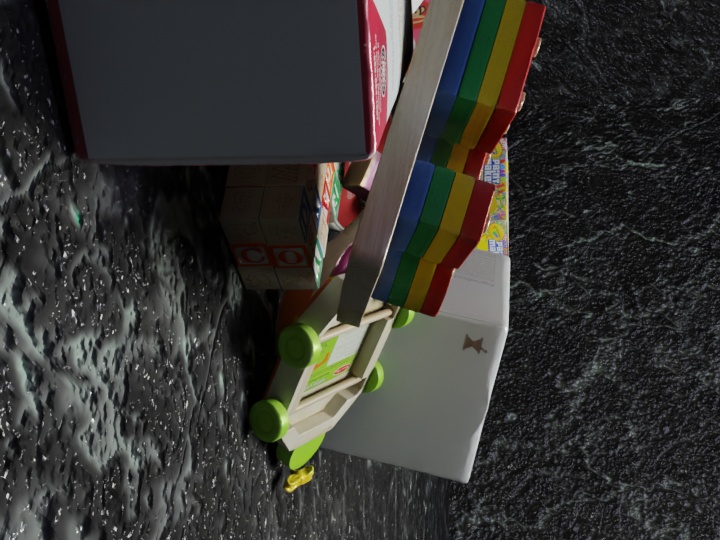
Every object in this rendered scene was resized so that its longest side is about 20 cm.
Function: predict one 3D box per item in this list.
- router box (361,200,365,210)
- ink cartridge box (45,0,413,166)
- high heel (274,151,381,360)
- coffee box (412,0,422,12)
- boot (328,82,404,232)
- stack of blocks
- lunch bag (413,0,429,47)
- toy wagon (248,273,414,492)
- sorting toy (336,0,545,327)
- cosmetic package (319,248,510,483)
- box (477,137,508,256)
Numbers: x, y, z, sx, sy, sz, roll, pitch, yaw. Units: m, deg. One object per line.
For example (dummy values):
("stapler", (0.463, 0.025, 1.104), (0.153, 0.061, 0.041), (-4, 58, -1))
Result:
("router box", (0.042, -0.114, 1.093), (0.150, 0.062, 0.200), (-63, 168, -1))
("ink cartridge box", (-0.052, -0.154, 0.464), (0.200, 0.144, 0.146), (-71, 159, -63))
("high heel", (0.000, 0.000, 0.778), (0.096, 0.067, 0.201), (31, 75, -32))
("coffee box", (0.012, -0.372, 0.908), (0.080, 0.114, 0.200), (-57, 153, -26))
("boot", (0.019, -0.105, 0.891), (0.200, 0.143, 0.073), (77, 14, -57))
("stack of blocks", (-0.053, -0.084, 0.710), (0.115, 0.058, 0.201), (76, 16, -54))
("lunch bag", (0.080, -0.292, 1.103), (0.176, 0.199, 0.082), (74, 13, -55))
("toy wagon", (-0.031, 0.091, 0.737), (0.155, 0.039, 0.201), (-16, 134, -57))
("sorting toy", (0.049, -0.068, 0.583), (0.199, 0.069, 0.201), (106, 1, -77))
("cosmetic package", (0.051, 0.073, 0.905), (0.200, 0.165, 0.168), (-63, 166, -69))
("box", (0.155, -0.112, 1.542), (0.122, 0.191, 0.201), (78, 14, -48))
